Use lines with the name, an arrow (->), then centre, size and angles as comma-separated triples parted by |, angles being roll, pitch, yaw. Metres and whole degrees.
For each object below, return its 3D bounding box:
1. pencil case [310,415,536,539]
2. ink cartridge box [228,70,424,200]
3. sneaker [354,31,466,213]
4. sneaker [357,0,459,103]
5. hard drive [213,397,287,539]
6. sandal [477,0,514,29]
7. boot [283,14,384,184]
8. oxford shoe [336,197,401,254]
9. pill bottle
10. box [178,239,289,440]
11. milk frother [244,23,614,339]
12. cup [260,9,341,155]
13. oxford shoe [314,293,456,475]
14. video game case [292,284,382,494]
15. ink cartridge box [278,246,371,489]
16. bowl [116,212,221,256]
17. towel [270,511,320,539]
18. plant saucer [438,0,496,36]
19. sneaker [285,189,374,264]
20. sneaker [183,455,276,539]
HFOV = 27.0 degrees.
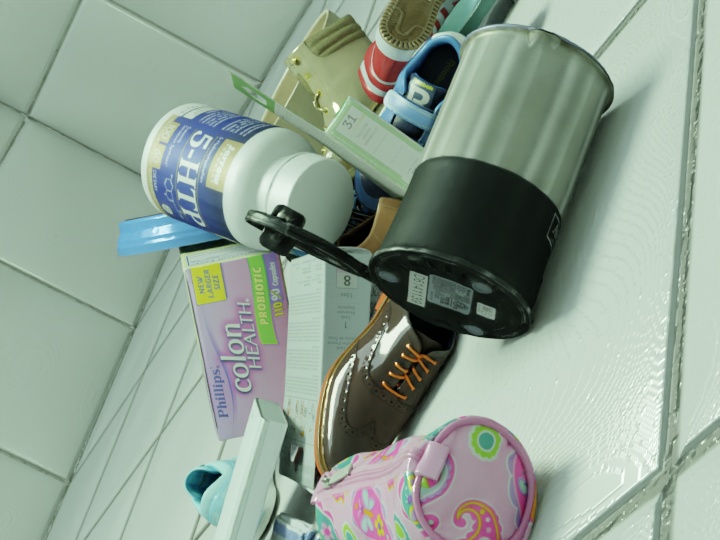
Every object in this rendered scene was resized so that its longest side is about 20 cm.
pencil case -> 0.033, 0.142, 0.915 | 0.088, 0.087, 0.200 | -67, 13, -20
ink cartridge box -> -0.025, -0.136, 1.372 | 0.048, 0.200, 0.146 | -54, 4, -1
sneaker -> 0.051, -0.150, 1.473 | 0.201, 0.074, 0.082 | -63, -9, -2
sneaker -> 0.057, -0.255, 1.574 | 0.200, 0.071, 0.113 | -56, -8, -40
hard drive -> -0.108, 0.221, 1.335 | 0.132, 0.026, 0.201 | -155, 81, -83
sandal -> 0.109, -0.157, 1.398 | 0.076, 0.043, 0.201 | -162, 90, -86
boot -> -0.036, -0.163, 1.613 | 0.200, 0.155, 0.073 | -43, -7, -2
oxford shoe -> 0.000, 0.000, 1.427 | 0.200, 0.071, 0.071 | -56, 15, 38
pill bottle -> -0.107, -0.085, 1.446 | 0.200, 0.120, 0.120 | 19, 80, 41
box -> -0.123, 0.061, 1.551 | 0.200, 0.096, 0.177 | -138, 38, -80
milk frother -> 0.046, -0.070, 1.055 | 0.189, 0.199, 0.181 | -67, 8, -23
cup -> -0.026, -0.188, 1.787 | 0.201, 0.143, 0.200 | -58, 12, 19
oxford shoe -> 0.025, 0.073, 1.150 | 0.201, 0.071, 0.072 | -66, 17, -17
video game case -> -0.003, 0.098, 1.290 | 0.182, 0.024, 0.201 | 178, 114, -77
ink cartridge box -> -0.032, 0.084, 1.317 | 0.163, 0.057, 0.201 | 168, 101, -77
bowl -> -0.169, -0.053, 1.637 | 0.201, 0.200, 0.040 | -176, 75, -78
towel -> -0.091, 0.299, 1.260 | 0.201, 0.024, 0.147 | -64, 11, -8
plant saucer -> 0.137, -0.305, 1.604 | 0.200, 0.036, 0.200 | -58, 12, 19
sneaker -> -0.016, -0.047, 1.517 | 0.090, 0.078, 0.200 | -44, 2, 28
sneaker -> -0.137, 0.213, 1.511 | 0.074, 0.082, 0.200 | -62, 11, -4
